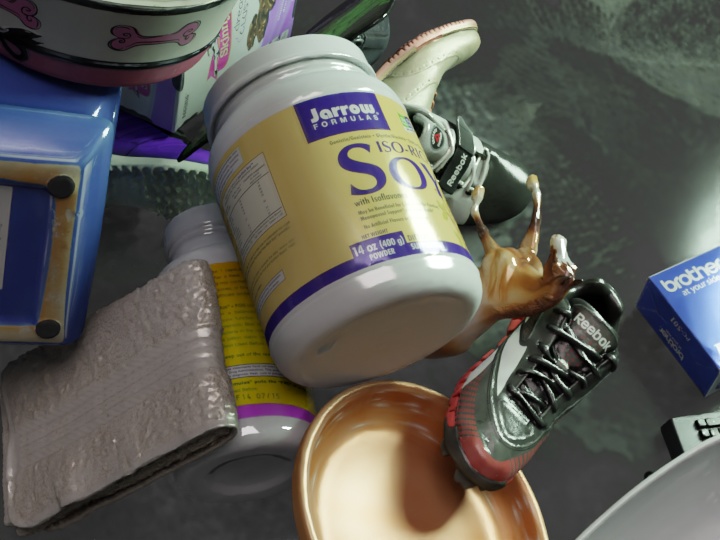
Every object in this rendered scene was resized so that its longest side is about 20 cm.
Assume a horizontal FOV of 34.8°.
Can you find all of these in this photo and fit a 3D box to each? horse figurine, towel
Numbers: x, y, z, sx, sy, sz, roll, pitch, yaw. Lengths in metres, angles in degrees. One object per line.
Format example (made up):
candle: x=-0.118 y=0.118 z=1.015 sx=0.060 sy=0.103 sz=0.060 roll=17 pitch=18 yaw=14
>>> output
horse figurine: x=0.074 y=0.011 z=0.843 sx=0.199 sy=0.050 sz=0.133 roll=-32 pitch=44 yaw=28
towel: x=-0.169 y=0.086 z=0.766 sx=0.199 sy=0.034 sz=0.133 roll=-30 pitch=56 yaw=23

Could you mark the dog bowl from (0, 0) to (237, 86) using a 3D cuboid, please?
dog bowl: x=-0.170 y=-0.194 z=0.731 sx=0.199 sy=0.074 sz=0.201 roll=14 pitch=41 yaw=-12

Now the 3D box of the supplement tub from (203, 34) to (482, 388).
supplement tub: x=-0.018 y=-0.040 z=0.765 sx=0.145 sy=0.146 sz=0.201 roll=-16 pitch=66 yaw=-14

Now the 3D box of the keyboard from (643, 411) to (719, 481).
keyboard: x=0.270 y=0.187 z=0.796 sx=0.103 sy=0.040 sz=0.201 roll=-8 pitch=57 yaw=-11

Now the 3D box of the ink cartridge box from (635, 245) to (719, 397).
ink cartridge box: x=0.329 y=0.016 z=0.909 sx=0.199 sy=0.044 sz=0.094 roll=-22 pitch=59 yaw=-17

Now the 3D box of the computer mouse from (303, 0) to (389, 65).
computer mouse: x=-0.023 y=-0.177 z=0.970 sx=0.053 sy=0.138 sz=0.200 roll=51 pitch=30 yaw=-16

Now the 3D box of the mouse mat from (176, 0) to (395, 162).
mouse mat: x=-0.049 y=-0.161 z=0.881 sx=0.199 sy=0.008 sz=0.161 roll=-30 pitch=19 yaw=22

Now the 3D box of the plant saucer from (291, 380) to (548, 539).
plant saucer: x=0.038 y=0.167 z=0.749 sx=0.199 sy=0.037 sz=0.201 roll=22 pitch=46 yaw=-25

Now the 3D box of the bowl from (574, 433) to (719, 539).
bowl: x=0.225 y=0.227 z=0.719 sx=0.199 sy=0.075 sz=0.200 roll=-37 pitch=72 yaw=-5

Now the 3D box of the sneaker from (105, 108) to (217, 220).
sneaker: x=-0.169 y=-0.099 z=0.929 sx=0.199 sy=0.070 sz=0.100 roll=8 pitch=54 yaw=0

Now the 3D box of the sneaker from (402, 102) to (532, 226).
sneaker: x=0.055 y=-0.087 z=0.904 sx=0.199 sy=0.088 sz=0.075 roll=16 pitch=82 yaw=-16

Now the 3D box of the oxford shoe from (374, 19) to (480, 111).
oxford shoe: x=0.036 y=-0.145 z=0.987 sx=0.200 sy=0.071 sz=0.074 roll=-37 pitch=87 yaw=-19

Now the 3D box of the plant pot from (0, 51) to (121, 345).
plant pot: x=-0.258 y=-0.064 z=0.747 sx=0.199 sy=0.201 sz=0.180 roll=5 pitch=36 yaw=-19

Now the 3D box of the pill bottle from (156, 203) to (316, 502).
pill bottle: x=-0.093 y=0.053 z=0.815 sx=0.104 sy=0.104 sz=0.201 roll=-8 pitch=58 yaw=-9

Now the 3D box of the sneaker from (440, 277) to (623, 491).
sneaker: x=0.126 y=0.070 z=0.798 sx=0.071 sy=0.098 sz=0.200 roll=46 pitch=47 yaw=-2

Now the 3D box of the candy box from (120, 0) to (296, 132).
candy box: x=-0.119 y=-0.232 z=0.929 sx=0.071 sy=0.168 sz=0.200 roll=25 pitch=39 yaw=12
